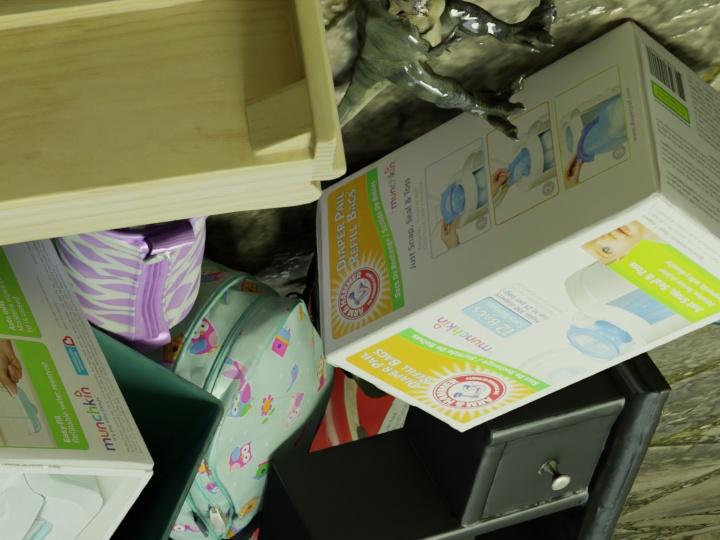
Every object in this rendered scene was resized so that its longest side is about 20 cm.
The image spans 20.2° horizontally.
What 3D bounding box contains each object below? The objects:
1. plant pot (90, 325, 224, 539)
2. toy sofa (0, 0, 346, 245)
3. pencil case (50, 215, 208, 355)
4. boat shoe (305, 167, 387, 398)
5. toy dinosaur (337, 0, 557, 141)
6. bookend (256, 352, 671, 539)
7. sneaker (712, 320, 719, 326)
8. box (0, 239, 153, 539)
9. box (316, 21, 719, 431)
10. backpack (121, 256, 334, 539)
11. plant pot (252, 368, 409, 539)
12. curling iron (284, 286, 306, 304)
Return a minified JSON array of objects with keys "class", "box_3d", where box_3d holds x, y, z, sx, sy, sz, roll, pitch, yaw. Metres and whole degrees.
[{"class":"plant pot","box_3d":[-0.188,0.136,1.031,0.141,0.141,0.200,30,134,-7]},{"class":"toy sofa","box_3d":[-0.109,-0.065,0.806,0.200,0.083,0.098,-9,169,-4]},{"class":"pencil case","box_3d":[-0.106,-0.023,0.957,0.084,0.086,0.200,-26,171,-13]},{"class":"boat shoe","box_3d":[-0.002,0.002,1.142,0.074,0.063,0.201,-35,154,-14]},{"class":"toy dinosaur","box_3d":[0.033,-0.092,0.867,0.088,0.048,0.200,7,164,-6]},{"class":"bookend","box_3d":[0.043,0.118,1.114,0.198,0.092,0.200,-12,140,-24]},{"class":"sneaker","box_3d":[0.203,0.015,1.312,0.200,0.080,0.131,-14,164,19]},{"class":"box","box_3d":[-0.210,0.036,0.852,0.176,0.200,0.097,5,131,-39]},{"class":"box","box_3d":[0.087,-0.015,0.985,0.200,0.102,0.112,-27,140,32]},{"class":"backpack","box_3d":[-0.089,0.065,1.148,0.126,0.167,0.200,14,157,16]},{"class":"plant pot","box_3d":[-0.042,0.143,1.429,0.182,0.201,0.200,-28,158,28]},{"class":"curling iron","box_3d":[0.032,0.044,1.238,0.200,0.050,0.026,11,-174,35]}]
